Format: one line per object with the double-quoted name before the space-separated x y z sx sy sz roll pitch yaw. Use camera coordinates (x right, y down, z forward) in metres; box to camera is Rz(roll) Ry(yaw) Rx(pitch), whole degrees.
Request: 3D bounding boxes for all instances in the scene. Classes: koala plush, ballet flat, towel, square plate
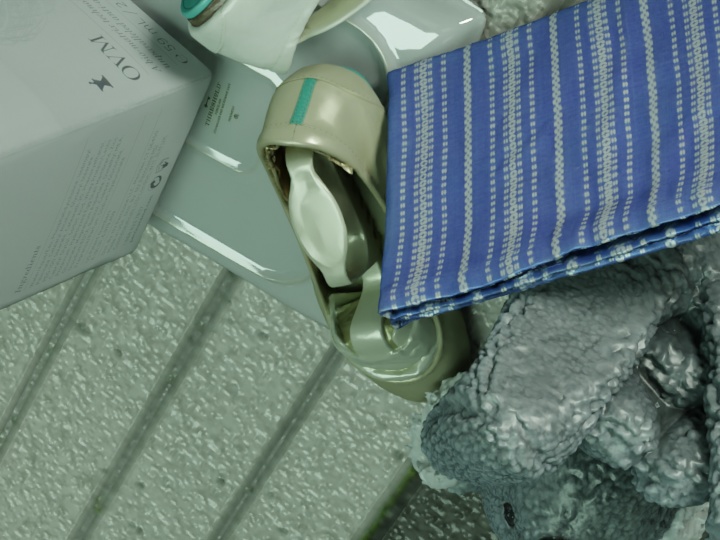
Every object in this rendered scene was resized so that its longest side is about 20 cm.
"koala plush" 0.114 0.072 0.990 0.176 0.185 0.200 22 145 -2
"ballet flat" 0.000 0.000 1.019 0.069 0.070 0.201 -3 127 28
"towel" 0.095 -0.062 0.911 0.199 0.146 0.024 -18 138 24
"ballet flat" 0.004 -0.163 0.954 0.069 0.069 0.200 44 113 -1
"square plate" -0.061 -0.084 1.053 0.197 0.028 0.201 30 125 10

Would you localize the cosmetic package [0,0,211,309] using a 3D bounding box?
"cosmetic package" -0.214 -0.083 1.000 0.199 0.200 0.123 41 128 17
